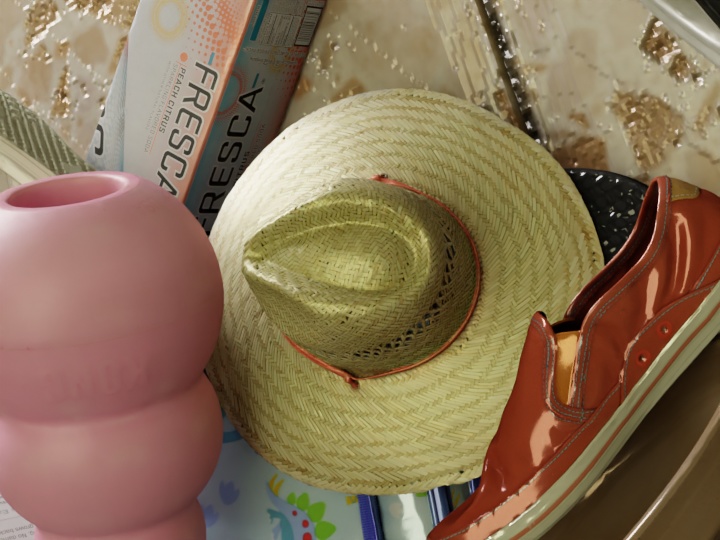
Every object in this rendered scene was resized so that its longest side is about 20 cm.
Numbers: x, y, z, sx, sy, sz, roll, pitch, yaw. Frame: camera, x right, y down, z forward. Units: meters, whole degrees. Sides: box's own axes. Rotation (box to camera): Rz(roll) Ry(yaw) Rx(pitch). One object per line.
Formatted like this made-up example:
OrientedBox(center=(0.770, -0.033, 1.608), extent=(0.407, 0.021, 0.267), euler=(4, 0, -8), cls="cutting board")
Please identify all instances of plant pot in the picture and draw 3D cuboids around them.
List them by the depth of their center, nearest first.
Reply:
OrientedBox(center=(0.118, 0.129, 0.882), extent=(0.093, 0.201, 0.201), euler=(42, 114, -3), cls="plant pot")

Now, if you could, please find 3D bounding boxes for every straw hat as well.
OrientedBox(center=(0.000, 0.000, 0.950), extent=(0.199, 0.085, 0.203), euler=(-5, 77, 22), cls="straw hat")

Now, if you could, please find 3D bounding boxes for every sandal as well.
OrientedBox(center=(0.087, -0.015, 1.002), extent=(0.199, 0.045, 0.076), euler=(21, 98, 42), cls="sandal")

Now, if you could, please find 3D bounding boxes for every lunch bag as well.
OrientedBox(center=(-0.009, 0.121, 1.041), extent=(0.160, 0.082, 0.202), euler=(-10, 87, 29), cls="lunch bag")

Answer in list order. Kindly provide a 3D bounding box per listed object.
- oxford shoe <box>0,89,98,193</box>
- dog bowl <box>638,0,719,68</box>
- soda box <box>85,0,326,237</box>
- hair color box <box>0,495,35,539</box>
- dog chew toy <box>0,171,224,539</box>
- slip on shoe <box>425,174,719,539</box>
OrientedBox(center=(-0.169, -0.041, 1.066), extent=(0.200, 0.075, 0.058), euler=(40, 109, 21), cls="oxford shoe")
OrientedBox(center=(0.116, -0.170, 0.892), extent=(0.074, 0.200, 0.200), euler=(-45, 68, 5), cls="dog bowl")
OrientedBox(center=(-0.088, -0.067, 1.093), extent=(0.068, 0.063, 0.201), euler=(29, 106, 28), cls="soda box")
OrientedBox(center=(-0.147, 0.146, 1.064), extent=(0.200, 0.098, 0.061), euler=(-126, 35, -48), cls="hair color box")
OrientedBox(center=(-0.116, 0.062, 0.965), extent=(0.124, 0.124, 0.202), euler=(3, 108, 32), cls="dog chew toy")
OrientedBox(center=(0.088, 0.045, 0.903), extent=(0.061, 0.074, 0.200), euler=(38, 94, -6), cls="slip on shoe")
